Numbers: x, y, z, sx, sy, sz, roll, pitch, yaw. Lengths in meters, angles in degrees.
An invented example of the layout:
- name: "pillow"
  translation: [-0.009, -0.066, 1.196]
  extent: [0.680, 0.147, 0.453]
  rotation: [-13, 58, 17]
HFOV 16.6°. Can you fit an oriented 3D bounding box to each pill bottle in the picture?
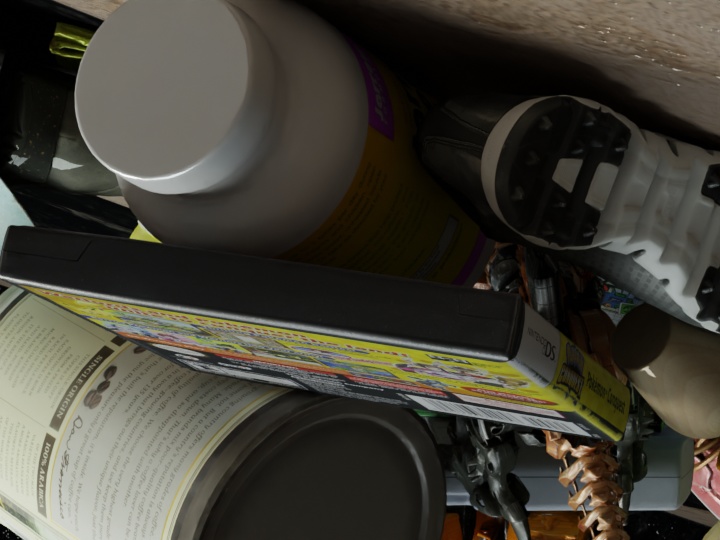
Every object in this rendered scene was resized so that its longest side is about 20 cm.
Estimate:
- name: "pill bottle"
  translation: [-0.027, -0.043, 0.954]
  extent: [0.104, 0.105, 0.200]
  rotation: [14, 173, 28]

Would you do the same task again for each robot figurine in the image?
- name: "robot figurine"
  translation: [0.073, 0.129, 1.253]
  extent: [0.144, 0.058, 0.200]
  rotation: [3, -174, 12]

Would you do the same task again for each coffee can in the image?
- name: "coffee can"
  translation: [-0.079, 0.090, 1.136]
  extent: [0.146, 0.147, 0.200]
  rotation: [23, -178, -45]

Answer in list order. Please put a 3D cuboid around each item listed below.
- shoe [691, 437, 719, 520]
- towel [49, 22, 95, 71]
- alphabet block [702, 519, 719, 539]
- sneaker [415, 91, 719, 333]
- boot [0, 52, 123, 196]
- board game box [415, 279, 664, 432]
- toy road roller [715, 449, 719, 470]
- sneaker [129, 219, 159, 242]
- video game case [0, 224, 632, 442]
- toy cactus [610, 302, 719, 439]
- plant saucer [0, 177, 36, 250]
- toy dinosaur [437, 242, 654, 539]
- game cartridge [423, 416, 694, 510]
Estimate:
- name: "shoe"
  translation: [0.187, 0.090, 1.392]
  extent: [0.200, 0.072, 0.091]
  rotation: [47, -161, 27]
- name: "towel"
  translation: [-0.048, -0.072, 1.156]
  extent: [0.199, 0.018, 0.086]
  rotation: [18, 173, -3]
- name: "alphabet block"
  translation: [0.289, 0.183, 1.131]
  extent: [0.195, 0.200, 0.196]
  rotation: [21, 134, -21]
- name: "sneaker"
  translation: [0.098, -0.028, 0.961]
  extent: [0.200, 0.067, 0.090]
  rotation: [22, -179, -42]
- name: "boot"
  translation: [-0.116, -0.057, 1.210]
  extent: [0.130, 0.068, 0.200]
  rotation: [13, -176, -14]
- name: "board game box"
  translation: [0.045, 0.020, 1.169]
  extent: [0.199, 0.105, 0.023]
  rotation: [3, -157, 19]
- name: "toy road roller"
  translation: [0.229, 0.098, 1.302]
  extent: [0.199, 0.146, 0.123]
  rotation: [18, 173, -10]
- name: "sneaker"
  translation: [-0.081, 0.033, 1.313]
  extent: [0.078, 0.090, 0.200]
  rotation: [24, 165, 34]
- name: "video game case"
  translation: [-0.011, 0.025, 0.946]
  extent: [0.199, 0.026, 0.181]
  rotation: [8, 170, 20]
- name: "toy cactus"
  translation: [0.172, 0.059, 1.037]
  extent: [0.165, 0.102, 0.200]
  rotation: [34, -155, -40]
- name: "plant saucer"
  translation: [-0.228, -0.065, 1.182]
  extent: [0.201, 0.039, 0.201]
  rotation: [44, 169, 11]
- name: "toy dinosaur"
  translation: [0.077, 0.047, 1.064]
  extent: [0.102, 0.200, 0.136]
  rotation: [5, 143, 8]
- name: "game cartridge"
  translation: [0.096, 0.084, 1.228]
  extent: [0.133, 0.042, 0.200]
  rotation: [-4, -174, -2]
